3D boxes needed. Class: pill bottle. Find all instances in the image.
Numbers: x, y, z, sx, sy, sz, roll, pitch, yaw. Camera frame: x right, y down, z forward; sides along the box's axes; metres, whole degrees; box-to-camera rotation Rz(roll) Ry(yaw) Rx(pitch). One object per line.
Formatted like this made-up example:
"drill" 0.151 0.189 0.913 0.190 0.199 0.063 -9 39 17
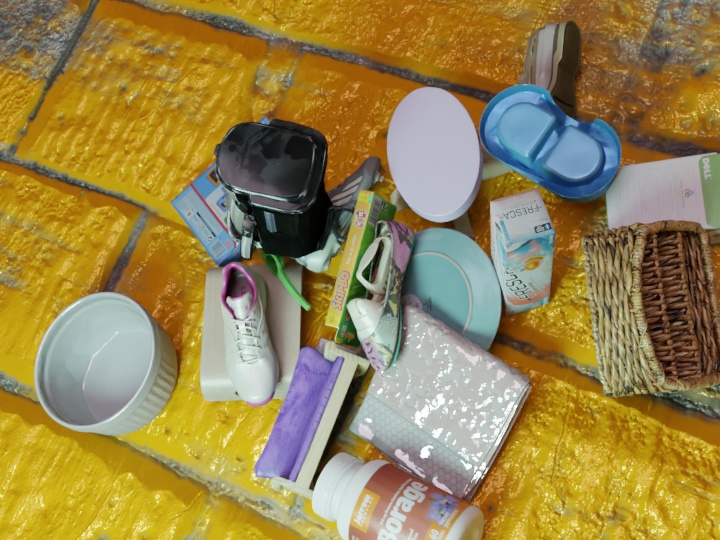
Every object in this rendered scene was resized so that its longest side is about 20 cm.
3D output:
"pill bottle" 0.043 0.304 1.335 0.198 0.112 0.113 22 77 26

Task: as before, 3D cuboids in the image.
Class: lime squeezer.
"lime squeezer" -0.110 -0.021 1.542 0.202 0.070 0.038 -95 29 -43

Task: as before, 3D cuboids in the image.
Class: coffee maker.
"coffee maker" -0.087 -0.106 1.404 0.190 0.200 0.136 -9 75 -6

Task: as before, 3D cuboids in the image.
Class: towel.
"towel" 0.097 0.172 1.384 0.199 0.032 0.193 32 102 29

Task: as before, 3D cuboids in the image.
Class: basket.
"basket" 0.350 0.043 1.284 0.147 0.143 0.203 -8 83 19

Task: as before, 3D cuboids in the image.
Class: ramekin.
"ramekin" -0.359 0.142 1.565 0.198 0.105 0.203 -8 67 18

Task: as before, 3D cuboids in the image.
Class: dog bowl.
"dog bowl" 0.249 -0.161 1.413 0.199 0.050 0.112 35 87 25

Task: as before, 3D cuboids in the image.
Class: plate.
"plate" 0.094 0.044 1.432 0.198 0.025 0.203 -1 88 35

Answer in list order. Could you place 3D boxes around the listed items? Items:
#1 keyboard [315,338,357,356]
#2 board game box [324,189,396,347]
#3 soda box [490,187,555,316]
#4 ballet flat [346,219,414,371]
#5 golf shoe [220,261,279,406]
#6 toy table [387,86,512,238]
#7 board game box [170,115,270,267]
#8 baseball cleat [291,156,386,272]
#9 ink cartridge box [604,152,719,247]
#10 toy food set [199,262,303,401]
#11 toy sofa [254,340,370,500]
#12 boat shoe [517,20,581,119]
"keyboard" -0.067 0.194 1.475 0.056 0.011 0.202 23 77 -2
"board game box" 0.000 0.000 1.450 0.030 0.095 0.203 11 85 22
"soda box" 0.201 -0.019 1.357 0.063 0.201 0.069 -16 62 0
"ballet flat" 0.022 0.028 1.409 0.069 0.071 0.202 -12 62 53
"golf shoe" -0.158 0.082 1.463 0.074 0.092 0.202 -14 68 1
"toy table" 0.113 -0.139 1.492 0.182 0.117 0.202 -8 65 18
"board game box" -0.173 -0.117 1.639 0.200 0.037 0.152 -42 59 1
"baseball cleat" -0.044 -0.098 1.536 0.106 0.070 0.201 29 64 -1
"ink cartridge box" 0.416 -0.086 1.385 0.198 0.059 0.105 -7 66 18
"toy food set" -0.149 0.084 1.543 0.142 0.061 0.203 -3 68 7
"toy sofa" -0.066 0.195 1.425 0.097 0.083 0.202 22 76 2
"boat shoe" 0.258 -0.249 1.514 0.068 0.074 0.202 0 69 42
